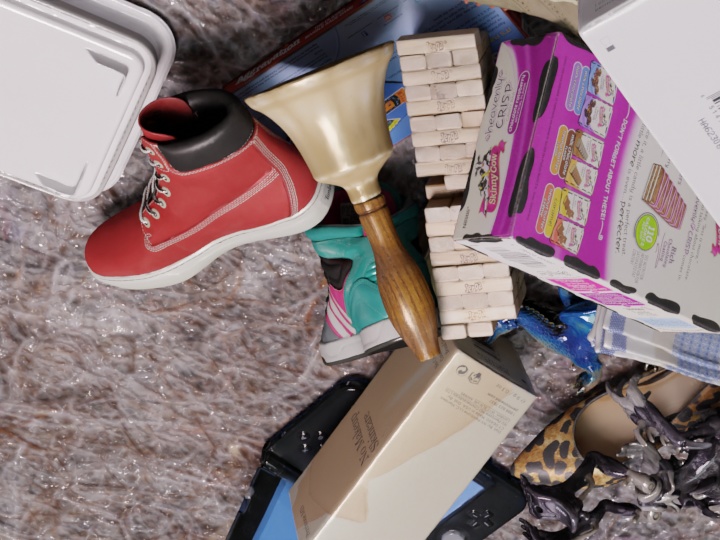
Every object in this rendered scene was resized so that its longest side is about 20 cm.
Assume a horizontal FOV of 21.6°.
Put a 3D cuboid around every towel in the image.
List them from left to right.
[{"bbox_3d":[0.264,0.013,1.316,0.198,0.148,0.024,17,169,-11],"label":"towel"}]

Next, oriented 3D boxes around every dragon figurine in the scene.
[{"bbox_3d":[0.176,0.027,1.371,0.198,0.059,0.100,-19,127,22],"label":"dragon figurine"}]

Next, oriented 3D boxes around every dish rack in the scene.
[{"bbox_3d":[-0.241,-0.129,1.283,0.198,0.044,0.172,21,130,-12],"label":"dish rack"}]

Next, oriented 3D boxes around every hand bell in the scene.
[{"bbox_3d":[0.007,-0.036,1.221,0.103,0.104,0.202,-18,98,19],"label":"hand bell"}]

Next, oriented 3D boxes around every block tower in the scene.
[{"bbox_3d":[0.068,-0.061,1.239,0.053,0.058,0.202,-5,109,14],"label":"block tower"}]

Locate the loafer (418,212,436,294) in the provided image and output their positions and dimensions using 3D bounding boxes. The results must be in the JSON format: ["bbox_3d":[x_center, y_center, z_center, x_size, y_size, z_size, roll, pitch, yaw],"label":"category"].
[{"bbox_3d":[0.094,-0.037,1.317,0.075,0.068,0.201,20,129,-12],"label":"loafer"}]

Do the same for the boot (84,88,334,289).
[{"bbox_3d":[-0.137,-0.060,1.285,0.199,0.073,0.144,-20,145,28],"label":"boot"}]

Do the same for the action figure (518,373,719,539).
[{"bbox_3d":[0.204,0.131,1.318,0.198,0.102,0.120,-22,132,-10],"label":"action figure"}]

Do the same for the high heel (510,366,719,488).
[{"bbox_3d":[0.198,0.103,1.394,0.198,0.072,0.143,-19,158,5],"label":"high heel"}]

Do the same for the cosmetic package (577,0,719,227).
[{"bbox_3d":[0.225,-0.155,1.117,0.122,0.201,0.200,-28,124,23],"label":"cosmetic package"}]

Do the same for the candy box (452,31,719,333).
[{"bbox_3d":[0.163,-0.052,1.220,0.199,0.138,0.061,23,166,-34],"label":"candy box"}]

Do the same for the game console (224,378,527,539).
[{"bbox_3d":[0.011,0.212,1.507,0.199,0.119,0.171,34,126,-23],"label":"game console"}]

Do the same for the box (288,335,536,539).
[{"bbox_3d":[0.036,0.131,1.412,0.077,0.095,0.201,31,105,-21],"label":"box"}]

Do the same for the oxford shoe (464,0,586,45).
[{"bbox_3d":[0.094,-0.191,1.182,0.200,0.071,0.075,40,117,-14],"label":"oxford shoe"}]

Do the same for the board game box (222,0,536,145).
[{"bbox_3d":[0.013,-0.135,1.272,0.199,0.020,0.103,-30,121,27],"label":"board game box"}]

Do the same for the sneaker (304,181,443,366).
[{"bbox_3d":[0.000,0.000,1.346,0.083,0.122,0.200,-13,176,-16],"label":"sneaker"}]
